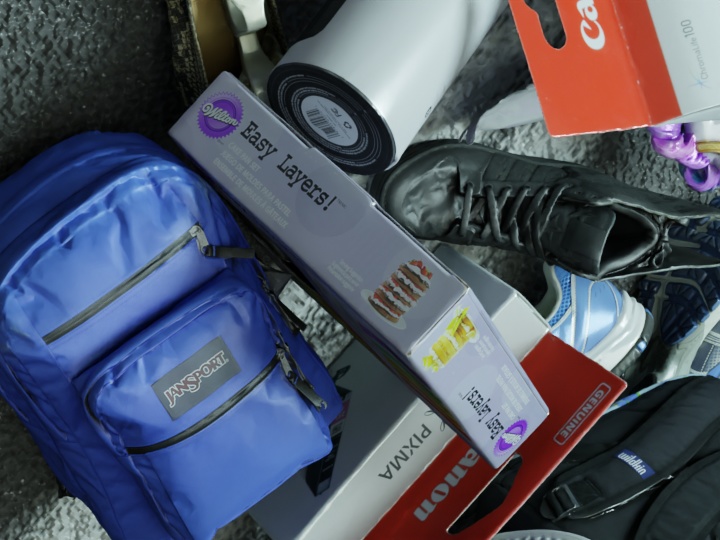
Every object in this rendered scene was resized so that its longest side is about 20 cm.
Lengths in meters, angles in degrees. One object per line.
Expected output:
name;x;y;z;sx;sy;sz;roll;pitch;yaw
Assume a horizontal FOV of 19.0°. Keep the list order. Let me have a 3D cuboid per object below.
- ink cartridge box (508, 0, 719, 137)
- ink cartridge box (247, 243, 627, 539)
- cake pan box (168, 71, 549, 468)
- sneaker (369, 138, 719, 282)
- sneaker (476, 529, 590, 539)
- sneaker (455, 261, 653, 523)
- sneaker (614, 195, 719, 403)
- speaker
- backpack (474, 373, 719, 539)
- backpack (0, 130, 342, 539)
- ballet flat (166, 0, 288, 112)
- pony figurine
ink cartridge box;0.168;-0.158;1.142;0.199;0.057;0.164;-7;75;-38
ink cartridge box;0.032;0.094;1.223;0.200;0.173;0.044;-48;121;-4
cake pan box;0.000;0.000;1.130;0.052;0.200;0.184;-44;153;-6
sneaker;0.113;-0.032;1.259;0.199;0.104;0.060;2;108;-28
sneaker;0.079;0.205;1.203;0.200;0.073;0.114;-21;144;31
sneaker;0.086;0.076;1.317;0.077;0.076;0.200;44;85;-10
sneaker;0.218;0.041;1.368;0.085;0.077;0.201;18;109;-36
speaker;0.035;-0.147;1.149;0.200;0.081;0.081;-55;126;-28
backpack;0.183;0.144;1.260;0.200;0.163;0.154;-41;153;-32
backpack;-0.110;0.031;1.133;0.162;0.168;0.201;-38;119;-18
ballet flat;-0.068;-0.131;1.144;0.068;0.075;0.201;-25;118;-22
pony figurine;0.167;-0.136;1.238;0.192;0.166;0.202;-5;96;-34
